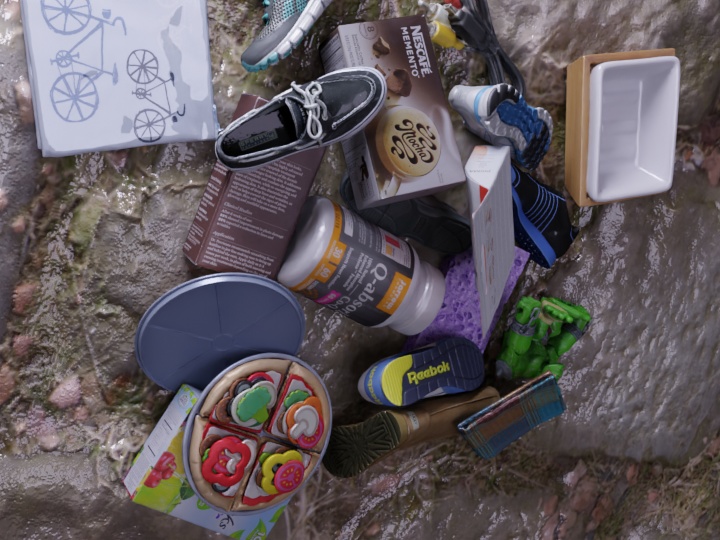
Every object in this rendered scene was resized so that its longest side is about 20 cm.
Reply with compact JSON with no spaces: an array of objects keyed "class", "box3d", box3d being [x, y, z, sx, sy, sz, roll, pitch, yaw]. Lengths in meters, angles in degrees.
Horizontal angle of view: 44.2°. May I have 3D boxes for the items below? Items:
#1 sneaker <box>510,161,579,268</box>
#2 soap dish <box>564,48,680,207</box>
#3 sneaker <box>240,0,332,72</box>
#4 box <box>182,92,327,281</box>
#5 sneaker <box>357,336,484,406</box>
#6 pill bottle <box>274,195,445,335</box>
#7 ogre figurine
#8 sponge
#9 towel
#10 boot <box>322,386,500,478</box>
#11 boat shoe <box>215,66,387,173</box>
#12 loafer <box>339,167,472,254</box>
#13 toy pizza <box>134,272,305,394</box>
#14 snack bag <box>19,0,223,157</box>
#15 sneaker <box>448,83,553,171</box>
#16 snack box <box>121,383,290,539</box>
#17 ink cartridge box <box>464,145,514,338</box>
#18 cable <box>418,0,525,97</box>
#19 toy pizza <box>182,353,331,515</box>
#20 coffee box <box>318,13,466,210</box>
[{"class":"sneaker","box3d":[0.228,-0.095,1.193,0.078,0.070,0.200,-46,125,-12]},{"class":"soap dish","box3d":[0.353,-0.197,1.212,0.157,0.081,0.201,-10,109,-23]},{"class":"sneaker","box3d":[-0.080,-0.311,0.985,0.091,0.078,0.200,38,82,-14]},{"class":"box","box3d":[-0.120,-0.091,1.019,0.100,0.075,0.201,20,97,-28]},{"class":"sneaker","box3d":[0.081,0.132,1.154,0.199,0.082,0.074,-4,79,-41]},{"class":"pill bottle","box3d":[0.000,0.000,1.077,0.200,0.116,0.117,27,92,-29]},{"class":"ogre figurine","box3d":[0.252,0.098,1.239,0.098,0.200,0.120,31,104,14]},{"class":"sponge","box3d":[0.142,0.046,1.208,0.111,0.030,0.201,22,94,-28]},{"class":"towel","box3d":[0.211,0.201,1.212,0.146,0.022,0.200,-32,154,3]},{"class":"boot","box3d":[0.068,0.215,1.187,0.200,0.175,0.066,-5,73,-46]},{"class":"boat shoe","box3d":[-0.061,-0.164,0.933,0.199,0.068,0.074,-20,92,-6]},{"class":"loafer","box3d":[0.055,-0.081,1.122,0.199,0.063,0.072,26,116,-26]},{"class":"toy pizza","box3d":[-0.164,0.074,1.040,0.199,0.032,0.201,-10,133,-11]},{"class":"snack bag","box3d":[-0.251,-0.224,0.945,0.199,0.021,0.189,-10,109,-23]},{"class":"sneaker","box3d":[0.179,-0.192,1.138,0.200,0.086,0.075,28,85,-53]},{"class":"snack box","box3d":[-0.169,0.243,1.092,0.200,0.053,0.143,34,90,-36]},{"class":"ink cartridge box","box3d":[0.143,-0.038,1.056,0.200,0.050,0.163,-54,141,-53]},{"class":"cable","box3d":[0.149,-0.291,1.122,0.200,0.050,0.097,37,71,-41]},{"class":"toy pizza","box3d":[-0.114,0.198,1.051,0.200,0.032,0.201,-9,106,-33]},{"class":"coffee box","box3d":[0.035,-0.183,1.027,0.113,0.080,0.201,-13,89,-21]}]
